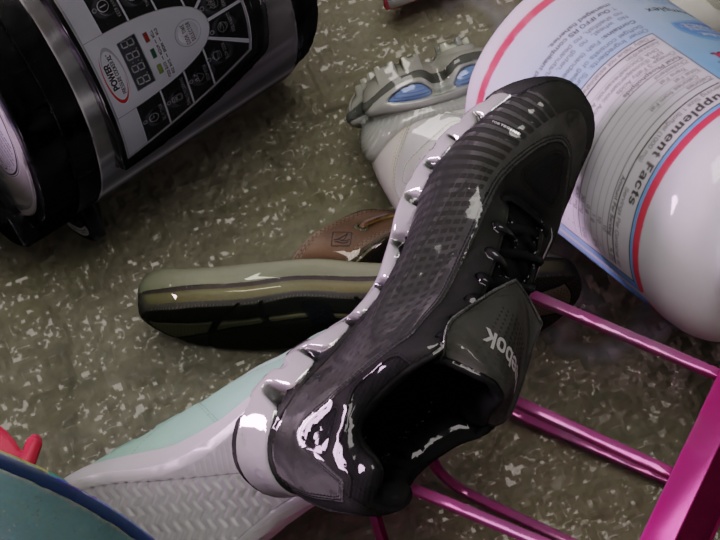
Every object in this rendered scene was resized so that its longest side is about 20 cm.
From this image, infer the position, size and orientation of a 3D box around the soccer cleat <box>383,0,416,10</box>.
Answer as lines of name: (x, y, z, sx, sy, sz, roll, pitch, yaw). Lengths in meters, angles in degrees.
soccer cleat: (-0.011, -0.216, 1.127, 0.073, 0.068, 0.200, -36, 69, -9)

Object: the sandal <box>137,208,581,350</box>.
sandal: (-0.001, 0.000, 1.006, 0.200, 0.080, 0.058, 1, 65, 5)

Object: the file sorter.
file sorter: (0.060, 0.125, 0.906, 0.125, 0.139, 0.200, 23, 66, 16)

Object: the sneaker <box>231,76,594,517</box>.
sneaker: (0.040, 0.015, 0.848, 0.200, 0.066, 0.090, -52, 38, -10)

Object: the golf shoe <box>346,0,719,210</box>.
golf shoe: (0.097, -0.075, 1.057, 0.199, 0.078, 0.097, -20, 88, -7)

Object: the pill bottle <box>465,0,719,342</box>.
pill bottle: (0.138, -0.040, 0.925, 0.109, 0.109, 0.200, -33, 43, -13)

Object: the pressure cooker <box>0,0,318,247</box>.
pressure cooker: (-0.141, -0.117, 1.020, 0.200, 0.179, 0.176, -34, 77, -18)

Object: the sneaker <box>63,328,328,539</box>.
sneaker: (-0.057, 0.090, 0.978, 0.200, 0.118, 0.074, -29, 92, 21)

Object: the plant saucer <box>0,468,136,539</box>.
plant saucer: (-0.166, 0.123, 0.885, 0.199, 0.200, 0.036, 13, 62, 10)

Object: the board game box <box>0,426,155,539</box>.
board game box: (-0.160, 0.086, 0.898, 0.200, 0.158, 0.039, -10, 52, 40)
